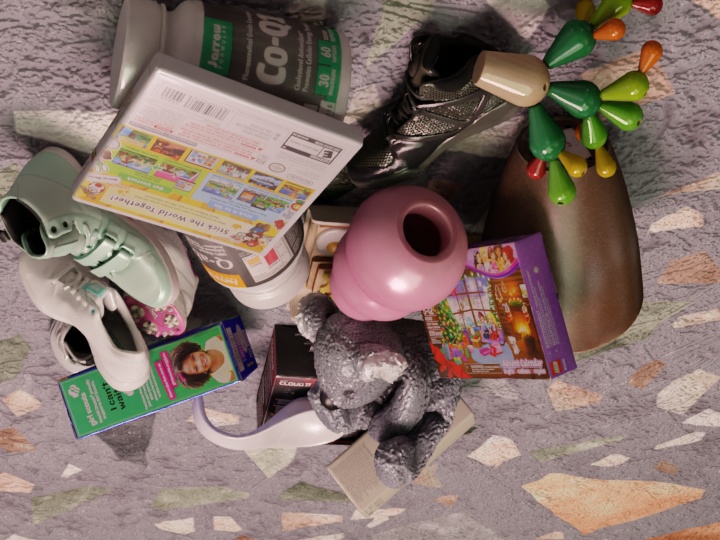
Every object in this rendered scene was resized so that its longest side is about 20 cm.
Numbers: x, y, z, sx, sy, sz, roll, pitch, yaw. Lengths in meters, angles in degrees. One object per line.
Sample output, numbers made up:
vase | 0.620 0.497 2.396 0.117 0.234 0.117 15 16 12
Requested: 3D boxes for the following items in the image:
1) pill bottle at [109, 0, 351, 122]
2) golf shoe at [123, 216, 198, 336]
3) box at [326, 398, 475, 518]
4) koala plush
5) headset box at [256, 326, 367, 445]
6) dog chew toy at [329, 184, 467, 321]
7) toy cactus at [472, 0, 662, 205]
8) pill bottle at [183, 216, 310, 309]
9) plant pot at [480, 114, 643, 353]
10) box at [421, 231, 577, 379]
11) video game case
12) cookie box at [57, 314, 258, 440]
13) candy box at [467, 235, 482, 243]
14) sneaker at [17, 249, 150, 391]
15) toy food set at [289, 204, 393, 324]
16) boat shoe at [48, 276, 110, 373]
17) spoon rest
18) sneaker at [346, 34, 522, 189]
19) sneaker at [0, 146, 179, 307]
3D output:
pill bottle | -0.115 -0.173 1.059 0.197 0.115 0.114 8 144 -19
golf shoe | -0.236 -0.026 1.299 0.074 0.092 0.202 -3 127 26
box | 0.055 0.232 1.607 0.199 0.082 0.069 -39 159 -6
koala plush | 0.012 0.107 1.356 0.184 0.177 0.200 -49 138 -4
headset box | -0.051 0.148 1.561 0.146 0.078 0.201 2 144 -11
dog chew toy | 0.027 -0.006 1.228 0.123 0.127 0.200 9 158 -20
toy cactus | 0.181 -0.168 1.092 0.162 0.103 0.203 13 113 -13
pill bottle | -0.122 -0.051 1.231 0.114 0.118 0.201 -12 145 9
plant pot | 0.206 -0.051 1.244 0.183 0.189 0.202 -6 134 1
box | 0.129 0.041 1.234 0.039 0.139 0.199 -18 -175 -29
video game case | -0.126 -0.093 1.052 0.198 0.023 0.182 16 138 -30
cookie box | -0.230 0.121 1.401 0.197 0.076 0.171 -20 180 1
candy box | 0.188 0.011 1.417 0.196 0.057 0.117 -1 145 -4
sneaker | -0.289 0.031 1.284 0.075 0.200 0.089 -38 168 -30
toy food set | 0.000 0.000 1.370 0.141 0.061 0.201 2 144 -11
boat shoe | -0.335 0.080 1.431 0.072 0.068 0.201 3 144 -12
spoon rest | -0.110 0.193 1.497 0.196 0.061 0.100 5 145 -12
sneaker | 0.051 -0.157 1.143 0.198 0.077 0.114 -28 137 26
sneaker | -0.272 -0.017 1.185 0.073 0.119 0.201 -36 105 32
